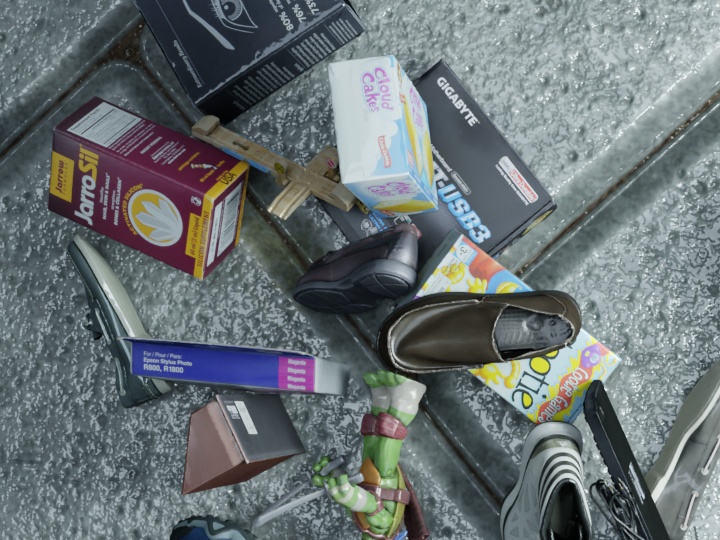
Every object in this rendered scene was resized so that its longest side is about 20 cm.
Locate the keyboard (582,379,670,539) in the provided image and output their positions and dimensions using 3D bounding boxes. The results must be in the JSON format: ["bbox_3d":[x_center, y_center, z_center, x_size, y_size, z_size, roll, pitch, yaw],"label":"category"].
[{"bbox_3d":[0.244,0.210,1.364,0.039,0.104,0.202,-22,98,20],"label":"keyboard"}]

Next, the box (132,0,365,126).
[{"bbox_3d":[-0.119,-0.276,1.556,0.199,0.104,0.149,-31,78,8],"label":"box"}]

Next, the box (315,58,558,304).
[{"bbox_3d":[0.072,-0.083,1.524,0.198,0.050,0.201,-38,79,7],"label":"box"}]

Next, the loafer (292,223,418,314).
[{"bbox_3d":[0.000,0.000,1.482,0.071,0.199,0.064,26,68,-26],"label":"loafer"}]

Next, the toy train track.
[{"bbox_3d":[-0.090,-0.119,1.495,0.199,0.033,0.115,26,53,20],"label":"toy train track"}]

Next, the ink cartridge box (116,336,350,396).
[{"bbox_3d":[-0.126,0.100,1.471,0.194,0.200,0.044,4,85,13],"label":"ink cartridge box"}]

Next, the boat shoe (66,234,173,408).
[{"bbox_3d":[-0.277,0.057,1.575,0.061,0.073,0.201,-31,84,4],"label":"boat shoe"}]

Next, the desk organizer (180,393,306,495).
[{"bbox_3d":[-0.129,0.174,1.464,0.077,0.200,0.072,-29,80,10],"label":"desk organizer"}]

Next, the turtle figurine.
[{"bbox_3d":[-0.019,0.194,1.463,0.198,0.144,0.196,14,77,20],"label":"turtle figurine"}]

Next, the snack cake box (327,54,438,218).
[{"bbox_3d":[0.025,-0.126,1.411,0.066,0.200,0.116,-7,82,10],"label":"snack cake box"}]

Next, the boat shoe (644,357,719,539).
[{"bbox_3d":[0.338,0.176,1.435,0.057,0.067,0.201,28,96,-6],"label":"boat shoe"}]

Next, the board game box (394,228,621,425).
[{"bbox_3d":[0.143,0.062,1.438,0.199,0.105,0.103,37,93,-4],"label":"board game box"}]

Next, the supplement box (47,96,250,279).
[{"bbox_3d":[-0.228,-0.089,1.548,0.198,0.086,0.111,23,128,14],"label":"supplement box"}]

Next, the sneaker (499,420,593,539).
[{"bbox_3d":[0.176,0.255,1.390,0.075,0.116,0.202,4,125,0],"label":"sneaker"}]

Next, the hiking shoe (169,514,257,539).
[{"bbox_3d":[-0.125,0.307,1.453,0.198,0.075,0.087,10,61,35],"label":"hiking shoe"}]

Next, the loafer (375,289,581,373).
[{"bbox_3d":[0.112,0.054,1.348,0.198,0.071,0.074,-11,96,0],"label":"loafer"}]
